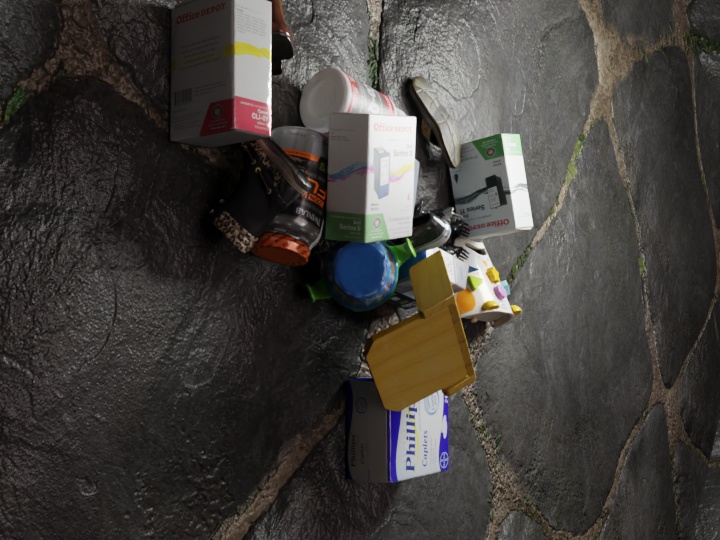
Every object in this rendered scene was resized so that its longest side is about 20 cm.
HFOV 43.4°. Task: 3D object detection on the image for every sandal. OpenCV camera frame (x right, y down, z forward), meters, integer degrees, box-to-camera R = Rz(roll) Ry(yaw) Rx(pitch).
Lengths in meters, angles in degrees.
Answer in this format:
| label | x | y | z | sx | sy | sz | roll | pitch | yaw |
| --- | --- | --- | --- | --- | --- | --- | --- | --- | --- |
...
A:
| label | x | y | z | sx | sy | sz | roll | pitch | yaw |
| --- | --- | --- | --- | --- | --- | --- | --- | --- | --- |
| sandal | 0.148 | -0.300 | 1.858 | 0.201 | 0.054 | 0.082 | 56 | 41 | -15 |

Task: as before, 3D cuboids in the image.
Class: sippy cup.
| label | x | y | z | sx | sy | sz | roll | pitch | yaw |
| --- | --- | --- | --- | --- | --- | --- | --- | --- | --- |
| sippy cup | 0.000 | 0.000 | 1.540 | 0.179 | 0.138 | 0.130 | -59 | 178 | -2 |

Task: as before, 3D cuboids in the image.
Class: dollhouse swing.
| label | x | y | z | sx | sy | sz | roll | pitch | yaw |
| --- | --- | --- | --- | --- | --- | --- | --- | --- | --- |
| dollhouse swing | 0.094 | 0.112 | 1.585 | 0.183 | 0.173 | 0.202 | -101 | 172 | -53 |

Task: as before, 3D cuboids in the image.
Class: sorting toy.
| label | x | y | z | sx | sy | sz | roll | pitch | yaw |
| --- | --- | --- | --- | --- | --- | --- | --- | --- | --- |
| sorting toy | 0.258 | 0.019 | 1.965 | 0.199 | 0.106 | 0.183 | 11 | 61 | -51 |

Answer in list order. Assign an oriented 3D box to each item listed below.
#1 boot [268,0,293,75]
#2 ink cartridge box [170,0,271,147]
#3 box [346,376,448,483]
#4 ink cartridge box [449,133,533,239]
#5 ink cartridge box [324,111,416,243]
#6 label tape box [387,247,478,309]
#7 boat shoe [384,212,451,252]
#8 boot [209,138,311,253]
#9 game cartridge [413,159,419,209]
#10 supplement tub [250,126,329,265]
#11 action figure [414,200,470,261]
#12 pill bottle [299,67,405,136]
| label | x | y | z | sx | sy | sz | roll | pitch | yaw |
| --- | --- | --- | --- | --- | --- | --- | --- | --- | --- |
| boot | -0.135 | -0.426 | 1.417 | 0.188 | 0.067 | 0.204 | 143 | -53 | -88 |
| ink cartridge box | -0.205 | -0.293 | 1.328 | 0.083 | 0.144 | 0.204 | 2 | 87 | -50 |
| box | 0.072 | 0.290 | 1.687 | 0.198 | 0.104 | 0.187 | 3 | 85 | -51 |
| ink cartridge box | 0.274 | -0.175 | 1.918 | 0.082 | 0.145 | 0.204 | -8 | 87 | -51 |
| ink cartridge box | 0.017 | -0.153 | 1.466 | 0.144 | 0.086 | 0.204 | -9 | 102 | -55 |
| label tape box | 0.122 | 0.020 | 1.725 | 0.199 | 0.143 | 0.064 | 23 | 54 | -48 |
| boat shoe | 0.069 | -0.057 | 1.625 | 0.056 | 0.198 | 0.070 | 38 | 45 | -38 |
| boot | -0.177 | -0.134 | 1.389 | 0.151 | 0.200 | 0.073 | -49 | 147 | 7 |
| game cartridge | 0.040 | -0.148 | 1.609 | 0.199 | 0.040 | 0.136 | -6 | 100 | -55 |
| supplement tub | -0.111 | -0.119 | 1.458 | 0.122 | 0.121 | 0.203 | 28 | 67 | -47 |
| action figure | 0.157 | -0.073 | 1.816 | 0.199 | 0.101 | 0.121 | 5 | 96 | -53 |
| pill bottle | -0.005 | -0.273 | 1.607 | 0.199 | 0.113 | 0.116 | 15 | 76 | -50 |
